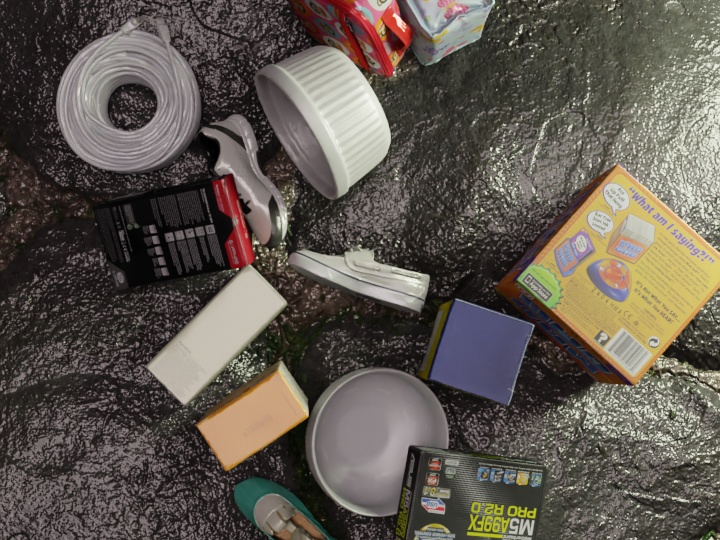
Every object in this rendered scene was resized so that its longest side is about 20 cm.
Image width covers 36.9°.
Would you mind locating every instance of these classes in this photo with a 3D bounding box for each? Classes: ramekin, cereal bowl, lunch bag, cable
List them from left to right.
[{"bbox_3d":[-0.324,-0.234,1.513,0.200,0.069,0.200,-26,87,-2],"label":"cable"},{"bbox_3d":[-0.046,-0.207,1.455,0.105,0.200,0.200,-34,87,-12],"label":"ramekin"},{"bbox_3d":[-0.006,-0.343,1.450,0.176,0.200,0.082,32,85,19],"label":"lunch bag"},{"bbox_3d":[0.015,0.226,1.462,0.200,0.083,0.201,-1,94,-21],"label":"cereal bowl"},{"bbox_3d":[0.091,-0.407,1.480,0.127,0.170,0.200,-30,86,-1],"label":"lunch bag"}]

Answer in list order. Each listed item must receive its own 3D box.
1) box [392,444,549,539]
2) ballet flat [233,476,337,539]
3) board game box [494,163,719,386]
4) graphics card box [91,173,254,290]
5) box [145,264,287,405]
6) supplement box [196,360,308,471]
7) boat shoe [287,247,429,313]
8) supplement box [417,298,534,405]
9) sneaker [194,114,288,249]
[{"bbox_3d":[0.148,0.327,1.451,0.200,0.044,0.161,11,88,-22],"label":"box"},{"bbox_3d":[-0.090,0.354,1.471,0.200,0.070,0.067,40,87,2],"label":"ballet flat"},{"bbox_3d":[0.329,0.012,1.437,0.200,0.200,0.200,42,86,2],"label":"board game box"},{"bbox_3d":[-0.254,-0.052,1.469,0.199,0.051,0.126,-11,103,14],"label":"graphics card box"},{"bbox_3d":[-0.197,0.089,1.490,0.200,0.068,0.082,-44,88,-4],"label":"box"},{"bbox_3d":[-0.138,0.186,1.418,0.126,0.200,0.074,-34,90,-4],"label":"supplement box"},{"bbox_3d":[0.000,0.000,1.500,0.200,0.072,0.066,18,81,0],"label":"boat shoe"},{"bbox_3d":[0.148,0.108,1.427,0.109,0.200,0.109,19,86,0],"label":"supplement box"},{"bbox_3d":[-0.168,-0.117,1.493,0.080,0.074,0.200,-18,78,-40],"label":"sneaker"}]
